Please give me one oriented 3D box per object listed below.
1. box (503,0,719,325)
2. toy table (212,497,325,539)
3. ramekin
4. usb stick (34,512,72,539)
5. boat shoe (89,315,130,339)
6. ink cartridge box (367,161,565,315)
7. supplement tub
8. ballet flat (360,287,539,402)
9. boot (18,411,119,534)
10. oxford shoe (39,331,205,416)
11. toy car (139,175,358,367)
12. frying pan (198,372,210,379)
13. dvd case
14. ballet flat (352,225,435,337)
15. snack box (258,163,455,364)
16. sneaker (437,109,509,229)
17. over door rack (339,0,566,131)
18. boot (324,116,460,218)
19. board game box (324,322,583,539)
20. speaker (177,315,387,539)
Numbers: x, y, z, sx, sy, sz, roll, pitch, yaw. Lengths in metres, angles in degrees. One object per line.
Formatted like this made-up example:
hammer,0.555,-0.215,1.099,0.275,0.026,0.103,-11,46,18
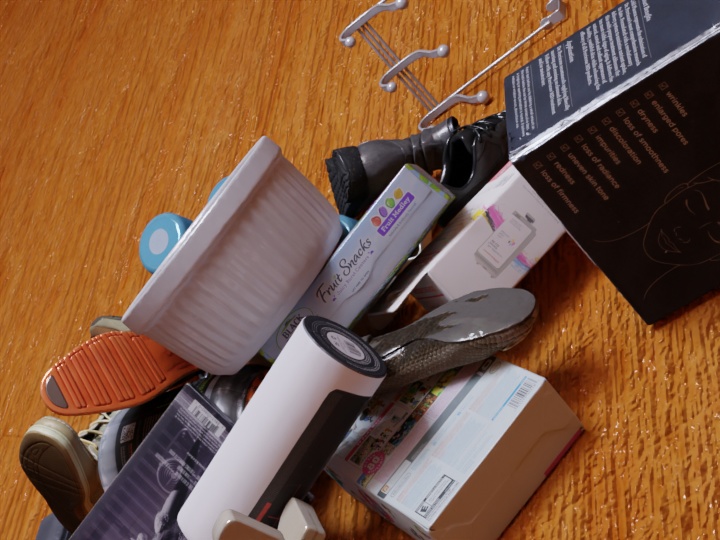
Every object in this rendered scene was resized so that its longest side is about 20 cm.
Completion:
box,0.243,-0.099,1.313,0.196,0.200,0.124,-30,30,23
toy table,-0.050,0.260,1.271,0.118,0.183,0.200,-57,36,10
ramekin,-0.103,-0.004,1.473,0.200,0.105,0.200,-51,6,8
usb stick,-0.312,0.314,1.662,0.055,0.033,0.201,-25,35,30
boat shoe,-0.237,0.087,1.821,0.200,0.075,0.075,-13,70,63
ink cartridge box,0.103,-0.014,1.475,0.200,0.068,0.116,-46,5,-10
supplement tub,-0.128,0.156,1.539,0.199,0.123,0.123,-21,36,36
ballet flat,0.058,0.065,1.381,0.199,0.047,0.068,-21,26,26
boot,-0.242,0.155,1.636,0.072,0.201,0.155,21,61,22
oxford shoe,-0.197,0.091,1.542,0.199,0.072,0.073,-18,-17,-32
toy car,-0.089,0.040,1.644,0.176,0.184,0.201,-25,62,31
frying pan,-0.180,0.054,1.844,0.114,0.031,0.191,-22,33,37
dvd case,-0.151,0.219,1.456,0.200,0.149,0.016,-52,-17,9
ballet flat,0.024,0.000,1.613,0.063,0.069,0.201,-3,48,32
snack box,0.000,0.000,1.484,0.200,0.053,0.142,-52,-3,6
sneaker,0.128,-0.112,1.596,0.076,0.091,0.201,-5,46,52
over door rack,0.098,-0.249,1.753,0.200,0.148,0.067,-41,26,7
boot,0.037,-0.101,1.723,0.131,0.070,0.200,-17,2,-6
board game box,0.064,0.135,1.381,0.148,0.064,0.200,-49,30,-10
speaker,-0.064,0.138,1.366,0.201,0.081,0.081,-57,25,15
